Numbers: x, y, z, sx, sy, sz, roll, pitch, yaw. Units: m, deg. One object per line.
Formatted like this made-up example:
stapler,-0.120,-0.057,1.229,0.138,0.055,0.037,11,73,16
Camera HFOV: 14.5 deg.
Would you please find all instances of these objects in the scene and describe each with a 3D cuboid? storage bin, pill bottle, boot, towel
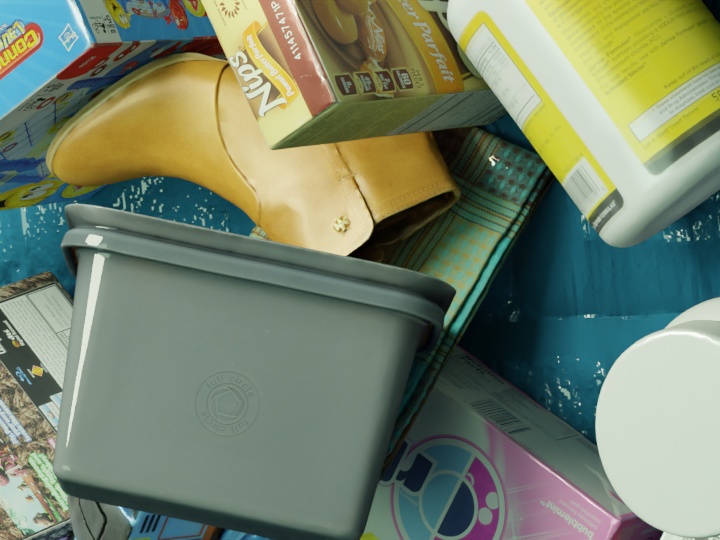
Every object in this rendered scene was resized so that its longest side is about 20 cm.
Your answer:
storage bin,-0.065,0.061,1.425,0.198,0.146,0.135,13,79,-1
pill bottle,0.114,-0.120,1.421,0.112,0.112,0.201,-40,80,31
pill bottle,0.200,0.064,1.341,0.113,0.199,0.115,4,98,34
boot,-0.058,-0.049,1.507,0.200,0.071,0.145,-25,67,2
towel,0.000,0.000,1.522,0.146,0.022,0.201,25,78,29

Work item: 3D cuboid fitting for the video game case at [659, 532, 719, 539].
video game case,0.212,0.215,1.355,0.199,0.018,0.144,25,88,23

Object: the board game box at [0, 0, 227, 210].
board game box,-0.162,-0.102,1.576,0.200,0.195,0.056,-34,77,33

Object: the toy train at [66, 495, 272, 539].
toy train,-0.112,0.158,1.567,0.087,0.114,0.201,64,144,36

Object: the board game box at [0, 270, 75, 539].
board game box,-0.224,0.112,1.631,0.160,0.199,0.097,50,135,21

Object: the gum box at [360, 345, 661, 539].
gum box,0.056,0.121,1.527,0.200,0.066,0.114,36,112,27

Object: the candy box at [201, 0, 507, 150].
candy box,0.007,-0.130,1.452,0.055,0.199,0.116,-31,78,35
